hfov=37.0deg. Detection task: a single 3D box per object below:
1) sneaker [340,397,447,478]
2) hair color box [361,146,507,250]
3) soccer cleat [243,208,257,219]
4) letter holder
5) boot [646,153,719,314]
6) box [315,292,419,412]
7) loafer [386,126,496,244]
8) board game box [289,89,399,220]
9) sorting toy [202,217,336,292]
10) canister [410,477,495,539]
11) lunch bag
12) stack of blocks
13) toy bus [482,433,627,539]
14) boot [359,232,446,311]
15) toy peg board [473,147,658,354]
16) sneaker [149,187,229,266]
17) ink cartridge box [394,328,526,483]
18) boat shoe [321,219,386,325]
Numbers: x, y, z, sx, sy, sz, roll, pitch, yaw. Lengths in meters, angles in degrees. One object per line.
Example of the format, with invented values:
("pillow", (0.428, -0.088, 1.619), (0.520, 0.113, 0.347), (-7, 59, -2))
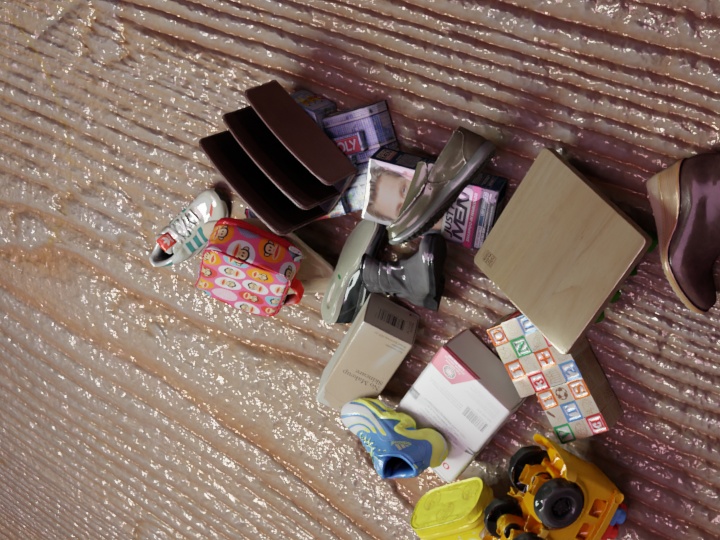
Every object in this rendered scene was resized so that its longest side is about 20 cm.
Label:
("sneaker", (0.033, 0.264, 1.679), (0.198, 0.105, 0.077), (15, 119, 32))
("hair color box", (0.107, -0.104, 1.573), (0.198, 0.061, 0.101), (16, 118, 16))
("soccer cleat", (-0.144, -0.090, 1.748), (0.086, 0.070, 0.201), (36, 160, 18))
("letter holder", (-0.128, -0.169, 1.618), (0.200, 0.142, 0.101), (48, 131, 12))
("boot", (0.458, -0.052, 1.349), (0.165, 0.072, 0.202), (-15, 96, 42))
("box", (0.010, 0.143, 1.753), (0.094, 0.078, 0.201), (25, 127, -6))
("loafer", (0.102, -0.119, 1.497), (0.070, 0.075, 0.200), (45, 102, 10))
("board game box", (-0.039, -0.190, 1.676), (0.198, 0.061, 0.202), (-9, 104, 39))
("sorting toy", (-0.139, -0.028, 1.786), (0.183, 0.037, 0.200), (-1, 147, 37))
("canister", (0.195, 0.435, 1.713), (0.148, 0.087, 0.200), (-25, 114, 40))
("lunch bag", (-0.172, 0.005, 1.734), (0.174, 0.083, 0.200), (23, 154, -7))
("stack of blocks", (0.285, 0.148, 1.577), (0.115, 0.058, 0.202), (-26, 92, 41))
("toy bus", (0.298, 0.369, 1.580), (0.190, 0.136, 0.202), (24, 100, -21))
("boot", (0.058, -0.001, 1.606), (0.130, 0.070, 0.201), (14, 152, 10))
("toy peg board", (0.291, -0.028, 1.477), (0.199, 0.097, 0.201), (48, 122, 30))
("sneaker", (-0.309, -0.067, 1.913), (0.071, 0.093, 0.200), (52, 131, 6))
("ink cartridge box", (0.152, 0.215, 1.690), (0.146, 0.085, 0.201), (44, 129, 14))
("boat shoe", (0.000, 0.000, 1.736), (0.202, 0.067, 0.072), (-67, 28, 25))
